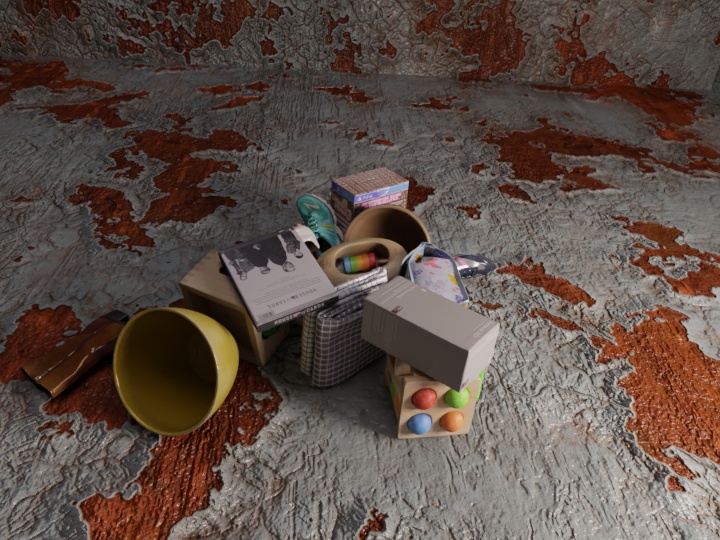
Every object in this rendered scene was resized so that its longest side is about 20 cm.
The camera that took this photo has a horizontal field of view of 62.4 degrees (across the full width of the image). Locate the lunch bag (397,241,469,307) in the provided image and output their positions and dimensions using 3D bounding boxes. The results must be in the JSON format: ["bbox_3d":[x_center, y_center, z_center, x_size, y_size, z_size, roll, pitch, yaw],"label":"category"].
[{"bbox_3d":[0.123,0.065,1.158,0.125,0.171,0.201,6,34,-6],"label":"lunch bag"}]

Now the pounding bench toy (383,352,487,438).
[{"bbox_3d":[0.152,0.189,1.008,0.197,0.126,0.157,-2,33,-9],"label":"pounding bench toy"}]

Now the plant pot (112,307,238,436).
[{"bbox_3d":[-0.281,0.153,0.985,0.198,0.203,0.142,16,9,18],"label":"plant pot"}]

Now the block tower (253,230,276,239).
[{"bbox_3d":[-0.257,-0.029,1.367,0.054,0.058,0.199,30,42,35],"label":"block tower"}]

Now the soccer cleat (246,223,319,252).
[{"bbox_3d":[-0.178,-0.034,1.228,0.198,0.070,0.078,-27,54,-22],"label":"soccer cleat"}]

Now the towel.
[{"bbox_3d":[-0.011,0.107,1.082,0.198,0.167,0.085,-22,43,-33],"label":"towel"}]

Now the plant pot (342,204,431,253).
[{"bbox_3d":[0.063,-0.049,1.324,0.198,0.204,0.093,10,13,9],"label":"plant pot"}]

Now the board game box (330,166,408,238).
[{"bbox_3d":[0.017,-0.121,1.407,0.158,0.202,0.097,-19,39,-33],"label":"board game box"}]

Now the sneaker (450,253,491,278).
[{"bbox_3d":[0.209,0.009,1.366,0.197,0.071,0.083,-1,49,-3],"label":"sneaker"}]

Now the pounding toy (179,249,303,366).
[{"bbox_3d":[-0.200,0.073,1.120,0.198,0.186,0.143,18,47,20],"label":"pounding toy"}]

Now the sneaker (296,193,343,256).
[{"bbox_3d":[-0.090,-0.091,1.351,0.079,0.077,0.201,-9,62,-53],"label":"sneaker"}]

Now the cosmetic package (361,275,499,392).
[{"bbox_3d":[0.108,0.097,0.951,0.198,0.091,0.106,22,34,30],"label":"cosmetic package"}]

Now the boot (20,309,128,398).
[{"bbox_3d":[-0.463,0.151,1.050,0.187,0.069,0.200,22,37,24],"label":"boot"}]

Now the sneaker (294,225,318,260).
[{"bbox_3d":[-0.134,-0.039,1.368,0.076,0.086,0.200,-9,34,-17],"label":"sneaker"}]

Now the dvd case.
[{"bbox_3d":[-0.146,0.009,1.034,0.149,0.025,0.201,-20,48,-19],"label":"dvd case"}]

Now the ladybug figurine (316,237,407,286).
[{"bbox_3d":[0.000,0.000,1.214,0.197,0.072,0.137,-7,47,2],"label":"ladybug figurine"}]
